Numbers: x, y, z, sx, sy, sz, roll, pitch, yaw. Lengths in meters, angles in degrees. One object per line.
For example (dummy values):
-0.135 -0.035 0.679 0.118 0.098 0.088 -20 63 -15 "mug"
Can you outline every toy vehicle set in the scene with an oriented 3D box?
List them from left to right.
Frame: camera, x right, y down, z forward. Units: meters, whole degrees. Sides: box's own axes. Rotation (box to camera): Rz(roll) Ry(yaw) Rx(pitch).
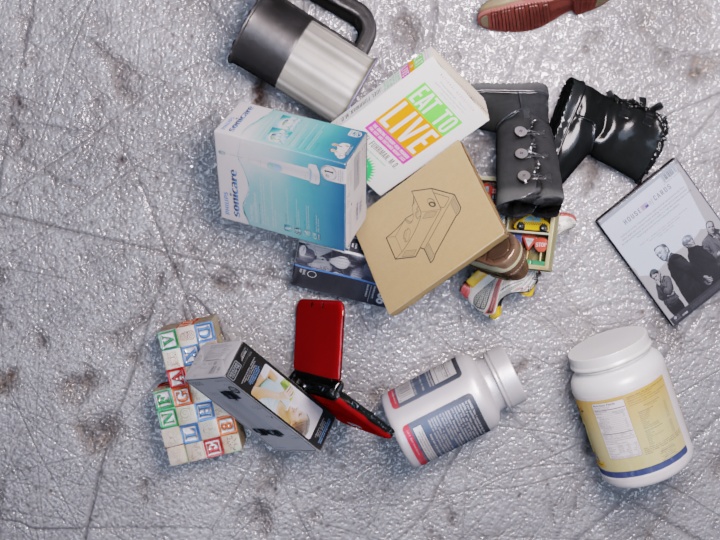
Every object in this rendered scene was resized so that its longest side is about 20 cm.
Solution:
0.186 -0.071 1.515 0.196 0.026 0.127 6 87 25 "toy vehicle set"

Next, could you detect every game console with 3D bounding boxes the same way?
-0.024 0.139 1.519 0.171 0.199 0.120 37 77 -17 "game console"

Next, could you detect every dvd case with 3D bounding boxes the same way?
0.467 -0.042 1.573 0.150 0.025 0.201 -38 96 5 "dvd case"

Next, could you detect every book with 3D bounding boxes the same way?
0.060 -0.205 1.456 0.199 0.049 0.133 -34 129 25 "book"

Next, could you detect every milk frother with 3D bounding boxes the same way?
-0.065 -0.321 1.446 0.186 0.200 0.183 30 93 -5 "milk frother"

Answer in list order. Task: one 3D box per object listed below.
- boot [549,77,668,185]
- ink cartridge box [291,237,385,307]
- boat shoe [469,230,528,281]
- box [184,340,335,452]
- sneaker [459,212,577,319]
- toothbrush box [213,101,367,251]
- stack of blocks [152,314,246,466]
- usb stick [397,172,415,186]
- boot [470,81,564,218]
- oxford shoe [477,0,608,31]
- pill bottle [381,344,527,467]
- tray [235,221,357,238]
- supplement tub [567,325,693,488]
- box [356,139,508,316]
0.346 -0.171 1.535 0.160 0.073 0.201 20 99 -9 "boot"
0.000 0.000 1.546 0.196 0.040 0.100 12 137 -1 "ink cartridge box"
0.155 -0.036 1.471 0.075 0.202 0.075 -52 134 -1 "boat shoe"
-0.144 0.185 1.524 0.200 0.116 0.061 43 59 -27 "box"
0.242 -0.010 1.548 0.200 0.078 0.082 -43 82 14 "sneaker"
-0.095 -0.130 1.450 0.196 0.086 0.148 14 132 16 "toothbrush box"
-0.251 0.179 1.586 0.113 0.059 0.204 -12 98 1 "stack of blocks"
0.076 -0.130 1.547 0.032 0.055 0.204 0 101 -37 "usb stick"
0.195 -0.165 1.478 0.161 0.066 0.204 -6 64 10 "boot"
0.259 -0.399 1.511 0.196 0.071 0.076 -13 72 3 "oxford shoe"
0.141 0.196 1.559 0.197 0.120 0.121 -27 97 4 "pill bottle"
-0.091 -0.112 1.564 0.196 0.022 0.110 9 97 -1 "tray"
0.393 0.198 1.547 0.142 0.144 0.203 -20 97 3 "supplement tub"
0.090 -0.058 1.449 0.199 0.021 0.165 -36 58 21 "box"
